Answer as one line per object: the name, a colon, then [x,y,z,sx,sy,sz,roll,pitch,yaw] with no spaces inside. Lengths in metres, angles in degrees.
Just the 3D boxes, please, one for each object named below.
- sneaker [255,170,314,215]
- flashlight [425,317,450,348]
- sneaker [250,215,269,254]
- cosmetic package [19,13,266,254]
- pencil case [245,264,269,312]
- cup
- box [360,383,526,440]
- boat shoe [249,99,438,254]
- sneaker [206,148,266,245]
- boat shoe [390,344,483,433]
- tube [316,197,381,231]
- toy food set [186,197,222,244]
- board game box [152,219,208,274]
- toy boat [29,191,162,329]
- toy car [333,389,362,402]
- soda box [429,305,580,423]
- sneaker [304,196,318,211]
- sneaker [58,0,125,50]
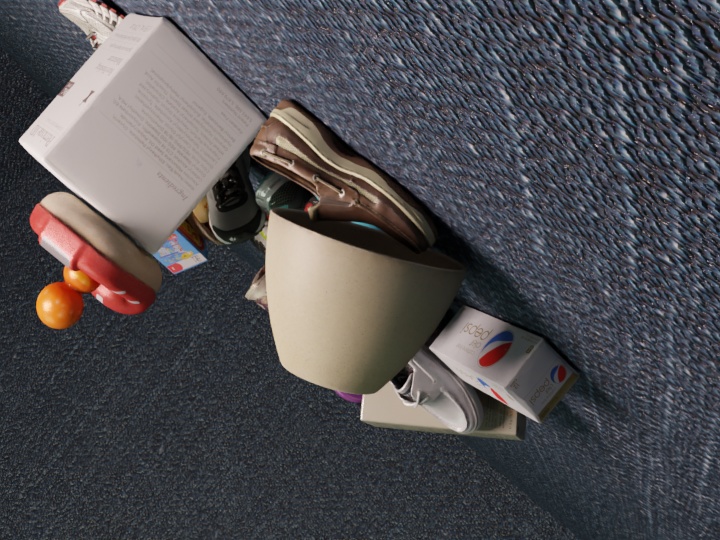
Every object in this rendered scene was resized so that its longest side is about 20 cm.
sneaker: [-0.062,-0.047,1.470,0.091,0.078,0.200,44,178,34]
flashlight: [0.085,0.063,1.459,0.068,0.068,0.200,42,170,27]
sneaker: [-0.087,-0.043,1.622,0.200,0.085,0.077,45,157,32]
cosmetic package: [-0.245,-0.156,1.294,0.165,0.200,0.165,44,172,-27]
pencil case: [-0.051,0.055,1.533,0.199,0.078,0.090,34,-146,-3]
cup: [-0.011,0.036,1.128,0.198,0.145,0.200,17,-173,-2]
box: [0.107,0.164,1.454,0.198,0.079,0.095,4,169,15]
boat shoe: [-0.020,-0.072,1.100,0.202,0.075,0.075,39,173,14]
sneaker: [-0.174,-0.113,1.487,0.080,0.073,0.201,64,-174,-50]
boat shoe: [0.063,0.124,1.357,0.072,0.069,0.201,-32,99,41]
tube: [0.006,-0.046,1.277,0.200,0.050,0.077,45,162,2]
toy food set: [-0.219,-0.133,1.611,0.200,0.048,0.200,48,-155,-57]
board game box: [-0.285,-0.128,1.561,0.200,0.055,0.197,50,-157,-56]
toy boat: [-0.309,0.007,1.288,0.130,0.131,0.200,36,174,15]
toy car: [-0.007,0.120,1.741,0.173,0.152,0.200,2,-175,-18]
soda box: [0.152,0.098,1.257,0.064,0.068,0.200,43,173,-19]
sneaker: [0.006,-0.005,1.346,0.201,0.095,0.079,55,136,16]
sneaker: [-0.293,-0.257,1.421,0.200,0.082,0.078,44,173,-20]
